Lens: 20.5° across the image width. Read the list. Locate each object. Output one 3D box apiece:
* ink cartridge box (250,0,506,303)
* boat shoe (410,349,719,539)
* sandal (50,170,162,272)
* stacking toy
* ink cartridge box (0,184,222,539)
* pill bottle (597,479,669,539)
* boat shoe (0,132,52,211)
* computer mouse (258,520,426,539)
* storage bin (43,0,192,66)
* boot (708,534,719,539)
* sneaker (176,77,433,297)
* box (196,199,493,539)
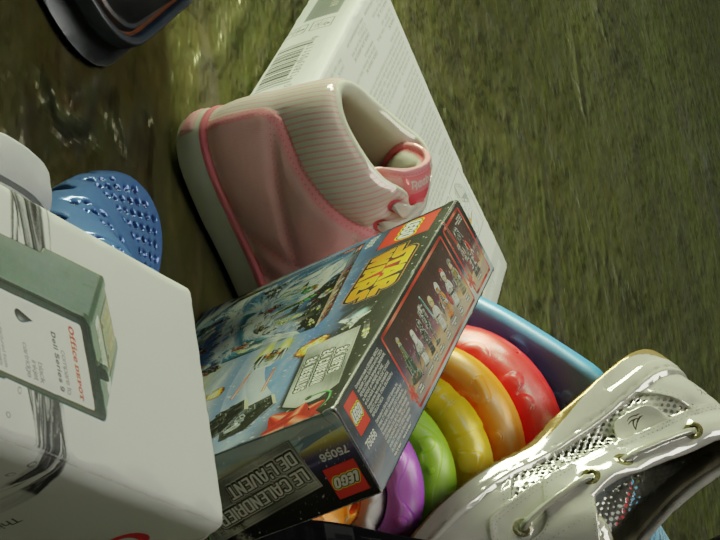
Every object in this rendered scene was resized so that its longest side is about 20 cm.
[{"bbox_3d":[0.014,-0.044,1.097,0.163,0.057,0.201,-67,140,-58],"label":"ink cartridge box"},{"bbox_3d":[0.083,0.114,0.827,0.069,0.200,0.071,34,-23,37],"label":"boat shoe"},{"bbox_3d":[-0.103,0.021,0.730,0.080,0.087,0.200,57,24,-22],"label":"sandal"},{"bbox_3d":[0.009,0.088,0.852,0.200,0.109,0.117,-17,130,-54],"label":"stacking toy"},{"bbox_3d":[-0.152,0.034,0.537,0.200,0.145,0.084,33,40,-54],"label":"ink cartridge box"},{"bbox_3d":[0.108,0.155,1.047,0.200,0.108,0.109,57,26,-25],"label":"pill bottle"},{"bbox_3d":[-0.172,-0.018,0.637,0.200,0.070,0.067,19,61,-60],"label":"boat shoe"},{"bbox_3d":[0.043,0.145,0.724,0.141,0.199,0.046,-117,-144,-66],"label":"computer mouse"},{"bbox_3d":[-0.097,-0.212,0.875,0.201,0.134,0.146,62,24,-14],"label":"storage bin"},{"bbox_3d":[0.100,0.177,0.862,0.200,0.174,0.069,-36,103,-44],"label":"boot"},{"bbox_3d":[0.000,0.000,0.948,0.201,0.104,0.075,64,22,-16],"label":"sneaker"},{"bbox_3d":[-0.031,0.048,0.797,0.040,0.136,0.200,60,25,-13],"label":"box"}]
